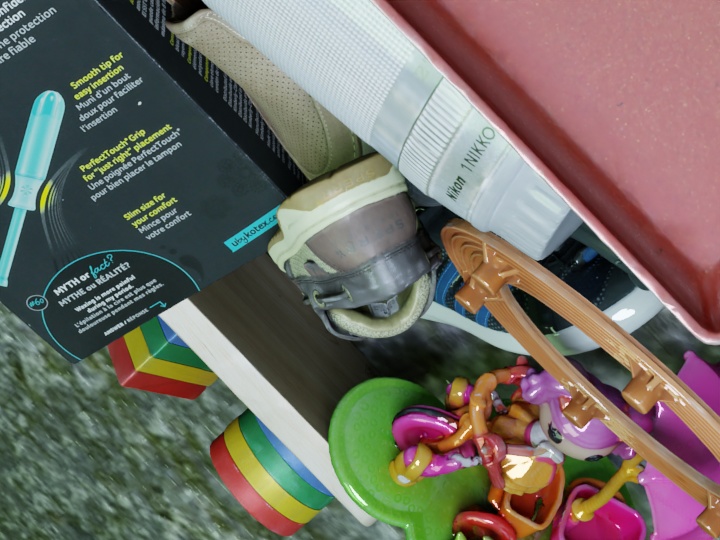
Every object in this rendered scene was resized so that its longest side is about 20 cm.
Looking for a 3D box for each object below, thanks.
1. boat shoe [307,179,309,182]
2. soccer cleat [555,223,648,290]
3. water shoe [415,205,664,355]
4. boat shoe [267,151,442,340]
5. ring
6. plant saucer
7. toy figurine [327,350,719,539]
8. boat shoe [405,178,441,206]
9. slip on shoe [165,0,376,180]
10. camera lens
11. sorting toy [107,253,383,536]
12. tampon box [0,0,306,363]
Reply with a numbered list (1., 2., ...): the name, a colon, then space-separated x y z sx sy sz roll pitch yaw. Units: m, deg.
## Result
1. boat shoe: -0.060 -0.068 1.106 0.068 0.072 0.200 50 153 -14
2. soccer cleat: 0.141 -0.028 0.880 0.200 0.067 0.081 18 136 54
3. water shoe: 0.065 -0.012 1.010 0.199 0.071 0.079 7 131 49
4. boat shoe: 0.000 0.000 0.917 0.200 0.073 0.065 59 -172 -82
5. ring: 0.104 0.053 0.859 0.200 0.019 0.200 43 173 6
6. plant saucer: 0.115 -0.114 0.681 0.200 0.200 0.037 45 180 -2
7. toy figurine: 0.107 0.089 1.033 0.199 0.151 0.184 34 144 -11
8. boat shoe: -0.010 -0.121 0.972 0.065 0.073 0.201 0 119 58
9. slip on shoe: -0.057 -0.115 0.911 0.076 0.060 0.201 -3 118 54
10. camera lens: 0.038 -0.122 0.785 0.200 0.160 0.160 41 154 7
11. sorting toy: -0.071 0.052 1.171 0.200 0.070 0.199 47 -169 -8
12. tampon box: -0.140 -0.087 0.971 0.149 0.127 0.200 -29 128 20
